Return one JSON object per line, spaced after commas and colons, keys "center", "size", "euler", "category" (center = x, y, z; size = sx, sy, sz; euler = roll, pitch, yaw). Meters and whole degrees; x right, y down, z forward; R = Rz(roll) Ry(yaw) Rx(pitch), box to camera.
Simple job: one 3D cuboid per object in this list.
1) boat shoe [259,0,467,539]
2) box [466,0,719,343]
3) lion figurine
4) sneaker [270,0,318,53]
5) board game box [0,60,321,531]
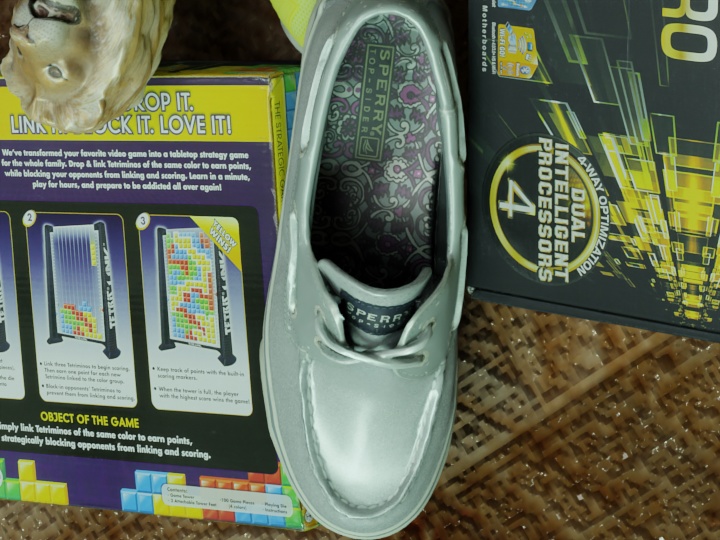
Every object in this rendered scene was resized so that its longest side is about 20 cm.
{"center": [0.001, 0.000, 1.013], "size": [0.070, 0.072, 0.202], "euler": [2, 103, 0], "category": "boat shoe"}
{"center": [0.111, -0.079, 0.969], "size": [0.161, 0.049, 0.201], "euler": [11, 107, 33], "category": "box"}
{"center": [-0.123, -0.138, 1.096], "size": [0.200, 0.072, 0.123], "euler": [41, 113, 47], "category": "lion figurine"}
{"center": [-0.028, -0.170, 1.033], "size": [0.075, 0.076, 0.201], "euler": [-1, 101, 34], "category": "sneaker"}
{"center": [-0.091, 0.005, 1.131], "size": [0.199, 0.057, 0.166], "euler": [3, 100, 35], "category": "board game box"}
